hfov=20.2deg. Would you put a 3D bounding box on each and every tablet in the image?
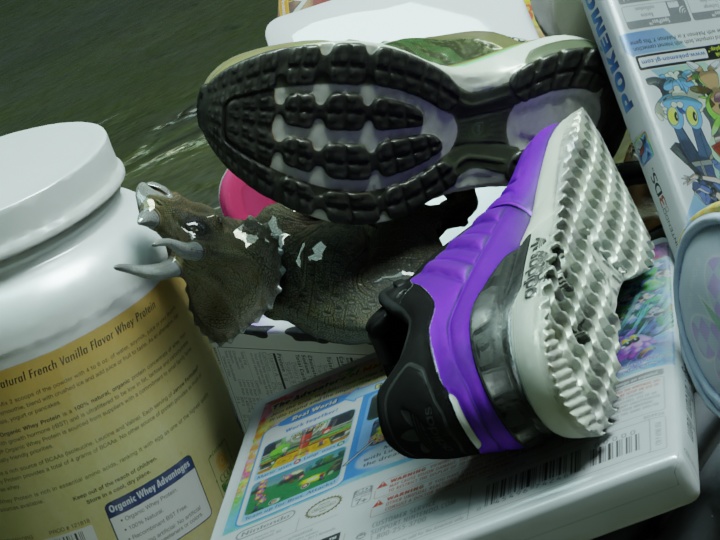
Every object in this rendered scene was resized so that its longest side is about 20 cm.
[{"bbox_3d":[0.036,-0.065,0.959,0.129,0.014,0.201,-16,54,-2],"label":"tablet"}]

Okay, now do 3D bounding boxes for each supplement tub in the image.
[{"bbox_3d":[-0.134,0.050,0.891,0.143,0.202,0.145,-16,21,6],"label":"supplement tub"}]

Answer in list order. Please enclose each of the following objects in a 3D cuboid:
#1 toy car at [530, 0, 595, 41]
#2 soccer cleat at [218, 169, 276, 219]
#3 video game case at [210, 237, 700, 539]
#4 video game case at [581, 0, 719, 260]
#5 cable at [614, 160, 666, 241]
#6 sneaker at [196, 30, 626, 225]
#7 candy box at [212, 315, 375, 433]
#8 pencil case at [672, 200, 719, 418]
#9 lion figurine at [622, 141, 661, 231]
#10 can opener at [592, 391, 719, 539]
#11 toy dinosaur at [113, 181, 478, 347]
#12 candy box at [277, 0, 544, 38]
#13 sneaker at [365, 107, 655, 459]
[{"bbox_3d":[0.194,-0.155,0.979,0.199,0.151,0.175,-1,22,-40],"label":"toy car"},{"bbox_3d":[0.026,-0.055,1.025,0.198,0.070,0.086,-16,3,-2],"label":"soccer cleat"},{"bbox_3d":[0.034,0.067,0.783,0.199,0.024,0.182,-23,20,17],"label":"video game case"},{"bbox_3d":[0.193,-0.097,0.864,0.198,0.184,0.022,-10,-19,-23],"label":"video game case"},{"bbox_3d":[0.190,-0.038,0.886,0.198,0.098,0.050,4,6,-13],"label":"cable"},{"bbox_3d":[0.014,-0.069,0.852,0.198,0.078,0.088,-2,20,-31],"label":"sneaker"},{"bbox_3d":[0.006,0.021,1.027,0.199,0.072,0.167,0,27,42],"label":"candy box"},{"bbox_3d":[0.210,0.000,0.732,0.198,0.092,0.083,-10,18,-22],"label":"pencil case"},{"bbox_3d":[0.207,-0.061,1.074,0.122,0.073,0.200,-4,18,31],"label":"lion figurine"},{"bbox_3d":[0.102,0.098,0.751,0.053,0.067,0.200,-1,34,40],"label":"can opener"},{"bbox_3d":[0.000,0.000,0.861,0.198,0.077,0.103,11,42,-2],"label":"toy dinosaur"},{"bbox_3d":[0.044,-0.106,1.144,0.199,0.117,0.055,1,3,-39],"label":"candy box"},{"bbox_3d":[0.050,0.006,0.774,0.099,0.070,0.200,-22,19,24],"label":"sneaker"}]
